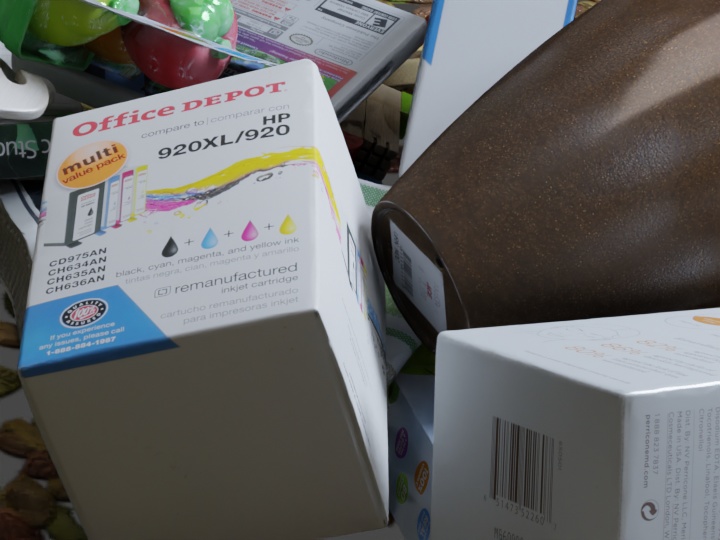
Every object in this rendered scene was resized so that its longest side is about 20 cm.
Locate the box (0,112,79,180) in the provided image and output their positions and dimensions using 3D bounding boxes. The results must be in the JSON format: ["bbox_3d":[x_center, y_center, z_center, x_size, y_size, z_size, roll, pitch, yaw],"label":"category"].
[{"bbox_3d":[-0.236,-0.070,1.356,0.199,0.037,0.144,-7,7,-26],"label":"box"}]

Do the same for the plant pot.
[{"bbox_3d":[0.112,-0.036,1.206,0.200,0.187,0.187,-27,43,-19],"label":"plant pot"}]

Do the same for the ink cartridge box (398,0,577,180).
[{"bbox_3d":[0.075,-0.110,1.402,0.084,0.145,0.200,12,-1,1],"label":"ink cartridge box"}]

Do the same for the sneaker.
[{"bbox_3d":[-0.157,0.002,1.289,0.079,0.079,0.200,-2,30,-17],"label":"sneaker"}]

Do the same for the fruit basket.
[{"bbox_3d":[-0.128,-0.154,1.340,0.199,0.094,0.185,15,4,11],"label":"fruit basket"}]

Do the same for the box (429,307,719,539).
[{"bbox_3d":[0.155,0.085,1.068,0.199,0.107,0.152,-3,10,-30],"label":"box"}]

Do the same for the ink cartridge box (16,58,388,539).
[{"bbox_3d":[-0.072,0.020,1.143,0.147,0.145,0.200,-12,38,8],"label":"ink cartridge box"}]

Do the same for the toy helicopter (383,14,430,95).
[{"bbox_3d":[0.055,-0.137,1.658,0.132,0.079,0.200,-8,1,21],"label":"toy helicopter"}]

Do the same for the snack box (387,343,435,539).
[{"bbox_3d":[0.099,0.108,1.229,0.168,0.068,0.200,2,31,-23],"label":"snack box"}]

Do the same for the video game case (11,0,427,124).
[{"bbox_3d":[-0.087,-0.140,1.457,0.199,0.023,0.182,23,43,21],"label":"video game case"}]

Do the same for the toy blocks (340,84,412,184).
[{"bbox_3d":[-0.052,-0.089,1.497,0.199,0.100,0.137,22,35,-14],"label":"toy blocks"}]

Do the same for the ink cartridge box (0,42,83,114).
[{"bbox_3d":[-0.284,-0.132,1.519,0.159,0.047,0.200,1,28,-24],"label":"ink cartridge box"}]

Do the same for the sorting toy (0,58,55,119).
[{"bbox_3d":[-0.262,-0.116,1.308,0.179,0.107,0.200,15,4,-7],"label":"sorting toy"}]

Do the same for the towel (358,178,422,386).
[{"bbox_3d":[-0.029,0.018,1.261,0.149,0.031,0.200,11,45,34],"label":"towel"}]
